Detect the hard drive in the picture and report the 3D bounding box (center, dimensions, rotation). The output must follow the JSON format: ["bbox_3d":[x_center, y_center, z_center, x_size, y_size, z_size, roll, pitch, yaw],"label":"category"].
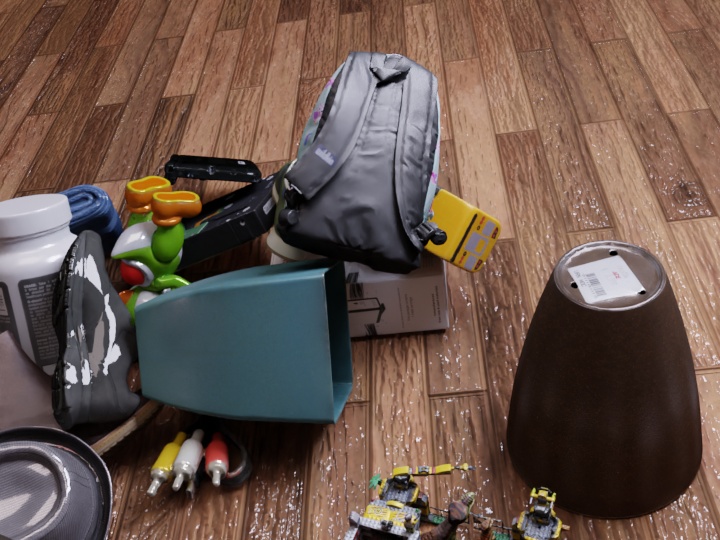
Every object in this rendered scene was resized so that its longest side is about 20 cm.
[{"bbox_3d":[-0.181,-0.055,1.144,0.197,0.038,0.140,-20,21,23],"label":"hard drive"}]

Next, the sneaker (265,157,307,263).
[{"bbox_3d":[-0.059,-0.095,1.036,0.066,0.091,0.201,22,29,-11],"label":"sneaker"}]

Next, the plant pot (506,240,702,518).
[{"bbox_3d":[0.219,0.082,0.821,0.183,0.203,0.189,-6,38,5],"label":"plant pot"}]

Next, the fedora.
[{"bbox_3d":[-0.324,0.220,0.815,0.196,0.091,0.180,-15,66,-8],"label":"fedora"}]

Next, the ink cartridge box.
[{"bbox_3d":[0.000,0.000,1.066,0.196,0.085,0.147,-5,38,7],"label":"ink cartridge box"}]

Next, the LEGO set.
[{"bbox_3d":[0.075,0.217,0.752,0.197,0.117,0.154,14,44,28],"label":"LEGO set"}]

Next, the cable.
[{"bbox_3d":[-0.157,0.154,0.939,0.095,0.051,0.202,-6,38,3],"label":"cable"}]

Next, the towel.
[{"bbox_3d":[-0.357,-0.055,1.140,0.110,0.200,0.049,-24,82,-12],"label":"towel"}]

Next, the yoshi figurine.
[{"bbox_3d":[-0.218,0.001,1.046,0.110,0.204,0.113,8,21,-1],"label":"yoshi figurine"}]

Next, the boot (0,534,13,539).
[{"bbox_3d":[-0.287,0.302,0.659,0.063,0.187,0.202,23,59,5],"label":"boot"}]

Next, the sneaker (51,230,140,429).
[{"bbox_3d":[-0.262,0.059,0.920,0.089,0.076,0.204,5,69,-29],"label":"sneaker"}]

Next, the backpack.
[{"bbox_3d":[0.003,-0.111,0.901,0.164,0.126,0.204,15,79,-16],"label":"backpack"}]

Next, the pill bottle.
[{"bbox_3d":[-0.347,0.027,1.001,0.113,0.204,0.116,-6,17,2],"label":"pill bottle"}]

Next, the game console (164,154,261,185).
[{"bbox_3d":[-0.221,-0.086,1.189,0.172,0.119,0.200,3,10,-10],"label":"game console"}]

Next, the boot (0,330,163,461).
[{"bbox_3d":[-0.317,0.129,0.930,0.198,0.072,0.168,-33,82,-17],"label":"boot"}]

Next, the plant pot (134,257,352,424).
[{"bbox_3d":[-0.116,0.070,0.920,0.196,0.144,0.141,-4,7,7],"label":"plant pot"}]

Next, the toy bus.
[{"bbox_3d":[0.055,-0.073,1.004,0.199,0.078,0.066,35,100,42],"label":"toy bus"}]
